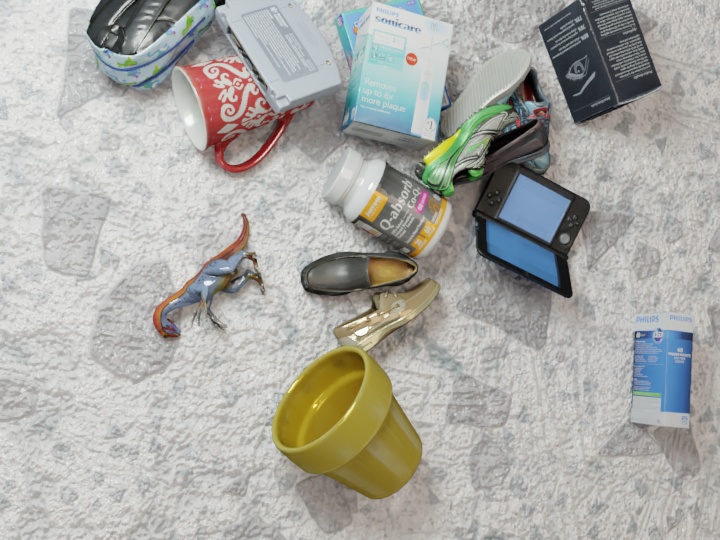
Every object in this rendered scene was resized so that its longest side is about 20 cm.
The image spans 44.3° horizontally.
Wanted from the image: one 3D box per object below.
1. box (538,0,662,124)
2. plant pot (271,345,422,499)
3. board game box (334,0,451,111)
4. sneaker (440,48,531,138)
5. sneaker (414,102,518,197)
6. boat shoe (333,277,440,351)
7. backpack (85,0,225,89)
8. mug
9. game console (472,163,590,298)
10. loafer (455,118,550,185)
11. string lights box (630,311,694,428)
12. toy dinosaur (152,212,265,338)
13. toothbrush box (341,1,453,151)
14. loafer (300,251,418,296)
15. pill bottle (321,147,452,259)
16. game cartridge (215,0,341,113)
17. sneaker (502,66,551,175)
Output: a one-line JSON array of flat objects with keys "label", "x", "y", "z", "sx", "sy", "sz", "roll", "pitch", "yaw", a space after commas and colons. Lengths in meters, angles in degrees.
[{"label": "box", "x": 0.428, "y": -0.385, "z": 1.592, "sx": 0.103, "sy": 0.148, "sz": 0.202, "roll": -23, "pitch": 94, "yaw": -18}, {"label": "plant pot", "x": -0.008, "y": 0.253, "z": 1.387, "sx": 0.201, "sy": 0.200, "sz": 0.189, "roll": -50, "pitch": 116, "yaw": -15}, {"label": "board game box", "x": 0.057, "y": -0.357, "z": 1.524, "sx": 0.151, "sy": 0.045, "sz": 0.202, "roll": -17, "pitch": 92, "yaw": -18}, {"label": "sneaker", "x": 0.222, "y": -0.298, "z": 1.543, "sx": 0.200, "sy": 0.082, "sz": 0.074, "roll": -43, "pitch": 64, "yaw": 6}, {"label": "sneaker", "x": 0.187, "y": -0.197, "z": 1.463, "sx": 0.200, "sy": 0.078, "sz": 0.085, "roll": -42, "pitch": 77, "yaw": -5}, {"label": "boat shoe", "x": 0.046, "y": 0.065, "z": 1.472, "sx": 0.199, "sy": 0.071, "sz": 0.065, "roll": -36, "pitch": 97, "yaw": -16}, {"label": "backpack", "x": -0.324, "y": -0.378, "z": 1.353, "sx": 0.162, "sy": 0.154, "sz": 0.201, "roll": 29, "pitch": 56, "yaw": 7}, {"label": "mug", "x": -0.183, "y": -0.270, "z": 1.419, "sx": 0.198, "sy": 0.179, "sz": 0.134, "roll": -23, "pitch": 56, "yaw": -22}, {"label": "game console", "x": 0.305, "y": -0.076, "z": 1.537, "sx": 0.198, "sy": 0.118, "sz": 0.172, "roll": 25, "pitch": 96, "yaw": -15}, {"label": "loafer", "x": 0.225, "y": -0.209, "z": 1.523, "sx": 0.198, "sy": 0.072, "sz": 0.063, "roll": -18, "pitch": 133, "yaw": 6}, {"label": "string lights box", "x": 0.546, "y": 0.179, "z": 1.606, "sx": 0.058, "sy": 0.103, "sz": 0.203, "roll": 7, "pitch": 84, "yaw": -16}, {"label": "toy dinosaur", "x": -0.244, "y": 0.030, "z": 1.402, "sx": 0.179, "sy": 0.106, "sz": 0.201, "roll": -14, "pitch": 52, "yaw": -6}, {"label": "toothbrush box", "x": 0.060, "y": -0.316, "z": 1.454, "sx": 0.145, "sy": 0.085, "sz": 0.203, "roll": 12, "pitch": 82, "yaw": -16}, {"label": "loafer", "x": 0.000, "y": 0.000, "z": 1.462, "sx": 0.198, "sy": 0.072, "sz": 0.074, "roll": -10, "pitch": 90, "yaw": -17}, {"label": "pill bottle", "x": 0.042, "y": -0.112, "z": 1.462, "sx": 0.199, "sy": 0.116, "sz": 0.117, "roll": 29, "pitch": 78, "yaw": -14}, {"label": "game cartridge", "x": -0.120, "y": -0.341, "z": 1.361, "sx": 0.132, "sy": 0.041, "sz": 0.201, "roll": -25, "pitch": 74, "yaw": -23}, {"label": "sneaker", "x": 0.296, "y": -0.267, "z": 1.566, "sx": 0.078, "sy": 0.095, "sz": 0.202, "roll": -16, "pitch": 90, "yaw": -17}]
